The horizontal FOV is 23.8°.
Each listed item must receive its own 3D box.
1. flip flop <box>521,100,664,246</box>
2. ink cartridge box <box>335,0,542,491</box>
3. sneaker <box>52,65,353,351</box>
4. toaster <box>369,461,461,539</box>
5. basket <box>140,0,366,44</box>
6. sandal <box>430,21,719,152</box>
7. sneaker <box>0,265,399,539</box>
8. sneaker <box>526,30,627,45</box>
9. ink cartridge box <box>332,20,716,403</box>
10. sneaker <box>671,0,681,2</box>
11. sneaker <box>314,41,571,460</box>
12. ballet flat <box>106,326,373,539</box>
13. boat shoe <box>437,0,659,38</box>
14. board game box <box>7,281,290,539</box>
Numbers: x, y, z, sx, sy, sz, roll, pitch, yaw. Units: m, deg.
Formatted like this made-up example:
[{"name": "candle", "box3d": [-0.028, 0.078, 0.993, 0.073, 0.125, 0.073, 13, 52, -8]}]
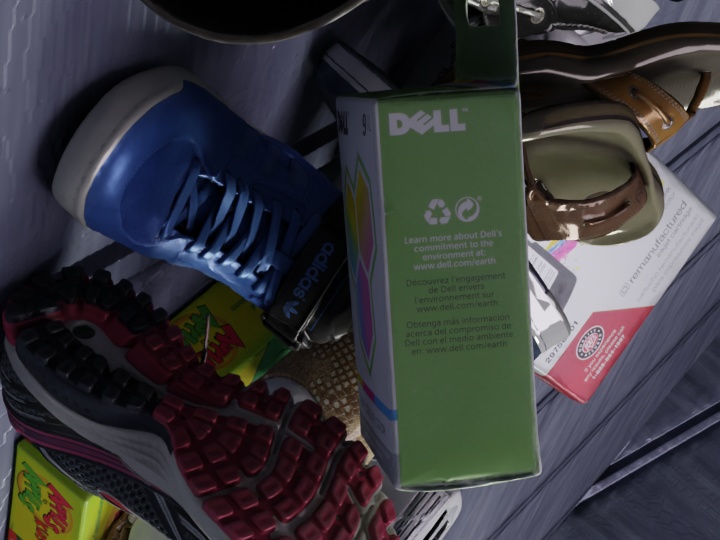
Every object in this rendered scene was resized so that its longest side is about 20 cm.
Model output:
[{"name": "flip flop", "box3d": [0.107, -0.037, 0.855, 0.200, 0.080, 0.058, 37, 50, -63]}, {"name": "ink cartridge box", "box3d": [0.027, -0.024, 0.678, 0.104, 0.059, 0.202, -141, -133, -79]}, {"name": "sneaker", "box3d": [-0.045, -0.020, 0.731, 0.077, 0.111, 0.200, -55, 164, 5]}, {"name": "toaster", "box3d": [-0.018, 0.166, 1.165, 0.200, 0.129, 0.114, -50, 165, -14]}, {"name": "basket", "box3d": [0.011, -0.167, 0.562, 0.200, 0.135, 0.182, -23, 133, -68]}, {"name": "sandal", "box3d": [0.128, -0.086, 0.874, 0.198, 0.055, 0.082, -7, 162, -31]}, {"name": "sneaker", "box3d": [-0.067, 0.080, 0.708, 0.080, 0.199, 0.075, -34, 154, -42]}, {"name": "sneaker", "box3d": [0.154, -0.166, 1.075, 0.100, 0.078, 0.200, -62, 163, 14]}, {"name": "ink cartridge box", "box3d": [0.095, -0.032, 0.995, 0.200, 0.083, 0.146, 34, 92, -43]}, {"name": "sneaker", "box3d": [0.140, -0.173, 0.894, 0.200, 0.139, 0.078, -45, 162, -31]}, {"name": "sneaker", "box3d": [0.001, 0.001, 0.858, 0.146, 0.203, 0.077, -36, -157, -3]}, {"name": "ballet flat", "box3d": [-0.056, 0.101, 0.813, 0.200, 0.071, 0.065, -49, 159, 25]}, {"name": "boat shoe", "box3d": [0.061, -0.142, 0.789, 0.199, 0.071, 0.064, 18, 112, -43]}, {"name": "board game box", "box3d": [-0.097, 0.076, 0.899, 0.200, 0.047, 0.102, -41, 160, -38]}]
